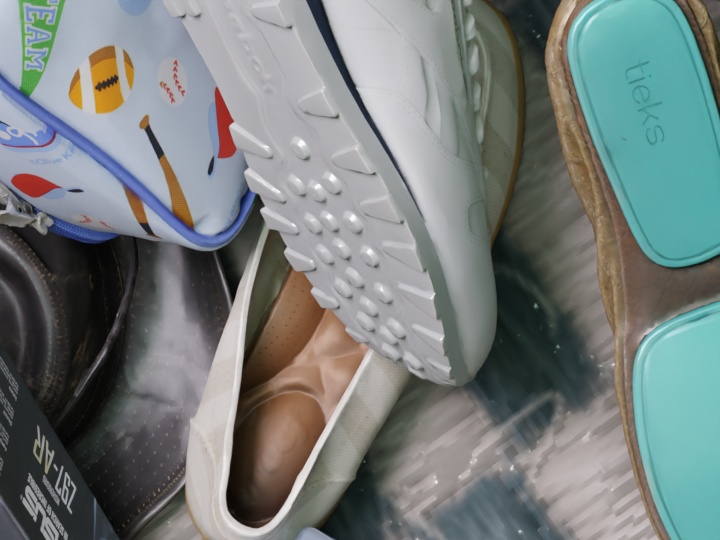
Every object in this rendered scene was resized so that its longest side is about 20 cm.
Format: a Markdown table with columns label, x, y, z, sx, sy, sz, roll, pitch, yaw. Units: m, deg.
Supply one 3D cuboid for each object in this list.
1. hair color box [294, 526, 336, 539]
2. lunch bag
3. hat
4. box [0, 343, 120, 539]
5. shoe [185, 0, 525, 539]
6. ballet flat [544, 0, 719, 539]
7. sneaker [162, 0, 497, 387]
| label | x | y | z | sx | sy | sz | roll | pitch | yaw |
| --- | --- | --- | --- | --- | --- | --- | --- | --- | --- |
| hair color box | -0.019 | 0.191 | 0.779 | 0.099 | 0.061 | 0.201 | 31 | 84 | -15 |
| lunch bag | -0.070 | -0.107 | 0.780 | 0.075 | 0.160 | 0.201 | 5 | 66 | 37 |
| hat | -0.138 | 0.007 | 0.828 | 0.200 | 0.081 | 0.202 | -1 | 85 | 10 |
| box | -0.175 | 0.058 | 0.763 | 0.159 | 0.200 | 0.044 | -6 | 48 | 15 |
| shoe | 0.000 | 0.000 | 0.818 | 0.070 | 0.053 | 0.201 | 22 | 84 | 8 |
| ballet flat | 0.101 | 0.003 | 0.791 | 0.068 | 0.072 | 0.201 | -18 | 97 | 5 |
| sneaker | 0.006 | -0.056 | 0.746 | 0.076 | 0.201 | 0.080 | 14 | 45 | 46 |
